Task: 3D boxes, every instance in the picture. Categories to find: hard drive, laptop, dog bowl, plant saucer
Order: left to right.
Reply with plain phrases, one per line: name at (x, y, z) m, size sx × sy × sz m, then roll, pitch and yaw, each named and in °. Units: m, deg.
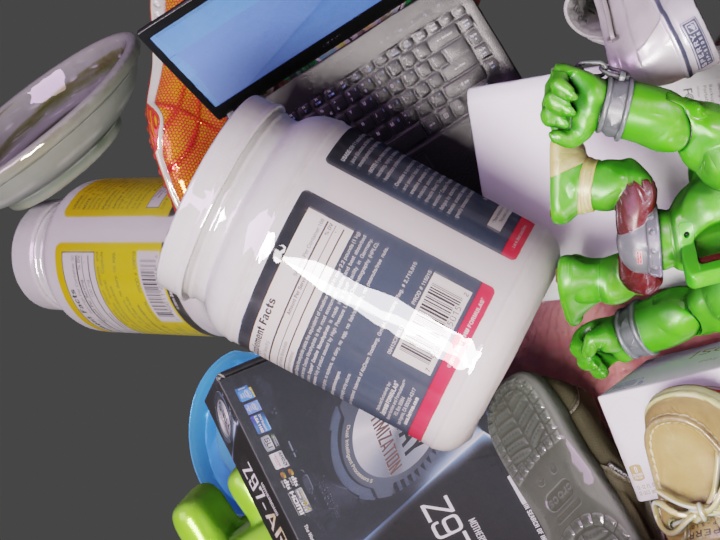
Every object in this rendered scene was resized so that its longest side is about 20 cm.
plant saucer at (-0.233, -0.097, 1.445) m, size 0.200 × 0.200 × 0.050 m, roll -21°, pitch 117°, yaw 38°
dog bowl at (-0.030, 0.092, 1.299) m, size 0.200 × 0.049 × 0.112 m, roll -29°, pitch 68°, yaw 35°
laptop at (-0.001, -0.107, 1.166) m, size 0.177 × 0.103 × 0.201 m, roll -31°, pitch 98°, yaw 8°
hard drive at (0.163, -0.055, 1.122) m, size 0.199 × 0.026 × 0.133 m, roll -7°, pitch 96°, yaw 31°

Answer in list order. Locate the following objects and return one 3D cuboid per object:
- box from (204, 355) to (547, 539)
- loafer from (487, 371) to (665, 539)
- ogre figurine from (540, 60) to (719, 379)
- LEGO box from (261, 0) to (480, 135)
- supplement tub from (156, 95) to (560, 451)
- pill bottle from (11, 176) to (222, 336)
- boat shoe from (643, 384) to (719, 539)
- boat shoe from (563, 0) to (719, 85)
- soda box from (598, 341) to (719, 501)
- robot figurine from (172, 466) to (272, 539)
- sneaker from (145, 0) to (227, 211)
box at (0.021, 0.127, 1.162) m, size 0.201 × 0.160 × 0.044 m, roll 63°, pitch 156°, yaw 16°
loafer at (0.147, 0.144, 1.122) m, size 0.075 × 0.069 × 0.201 m, roll -44°, pitch 62°, yaw 43°
ogre figurine at (0.164, -0.023, 1.049) m, size 0.119 × 0.098 × 0.201 m, roll 0°, pitch 110°, yaw 14°
LEGO box at (-0.030, -0.158, 1.304) m, size 0.200 × 0.077 × 0.150 m, roll 27°, pitch 103°, yaw 39°
supplement tub at (0.000, 0.000, 1.106) m, size 0.199 × 0.140 × 0.141 m, roll 28°, pitch 107°, yaw 5°
pill bottle at (-0.153, -0.011, 1.375) m, size 0.199 × 0.111 × 0.112 m, roll 1°, pitch 87°, yaw 41°
boat shoe at (0.203, 0.157, 1.029) m, size 0.073 × 0.063 × 0.201 m, roll -17°, pitch 102°, yaw 39°
boat shoe at (0.144, -0.162, 1.105) m, size 0.065 × 0.074 × 0.200 m, roll -27°, pitch 27°, yaw 8°
soda box at (0.233, 0.069, 1.051) m, size 0.199 × 0.064 × 0.068 m, roll -17°, pitch 97°, yaw 39°
robot figurine at (-0.037, 0.214, 1.226) m, size 0.175 × 0.116 × 0.201 m, roll -32°, pitch 92°, yaw 7°
sneaker at (-0.095, -0.119, 1.257) m, size 0.077 × 0.073 × 0.201 m, roll -4°, pitch 82°, yaw 14°
